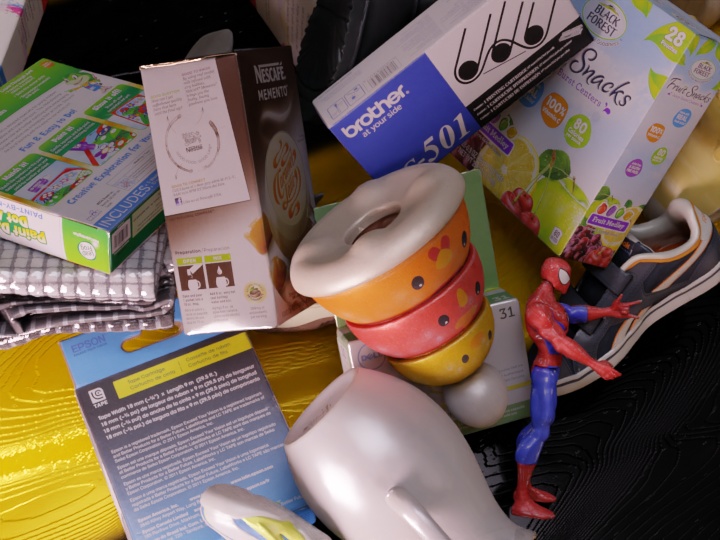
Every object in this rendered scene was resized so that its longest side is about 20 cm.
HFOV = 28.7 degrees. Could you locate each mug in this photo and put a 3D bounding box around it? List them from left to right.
[{"bbox_3d":[0.263,-0.113,1.195,0.149,0.186,0.153,-37,79,18],"label":"mug"}]

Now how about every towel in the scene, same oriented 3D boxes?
[{"bbox_3d":[-0.228,-0.020,1.129,0.165,0.086,0.200,-1,36,-5],"label":"towel"}]

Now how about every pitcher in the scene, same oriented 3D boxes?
[{"bbox_3d":[0.043,0.170,1.016,0.200,0.172,0.121,44,90,-7],"label":"pitcher"}]

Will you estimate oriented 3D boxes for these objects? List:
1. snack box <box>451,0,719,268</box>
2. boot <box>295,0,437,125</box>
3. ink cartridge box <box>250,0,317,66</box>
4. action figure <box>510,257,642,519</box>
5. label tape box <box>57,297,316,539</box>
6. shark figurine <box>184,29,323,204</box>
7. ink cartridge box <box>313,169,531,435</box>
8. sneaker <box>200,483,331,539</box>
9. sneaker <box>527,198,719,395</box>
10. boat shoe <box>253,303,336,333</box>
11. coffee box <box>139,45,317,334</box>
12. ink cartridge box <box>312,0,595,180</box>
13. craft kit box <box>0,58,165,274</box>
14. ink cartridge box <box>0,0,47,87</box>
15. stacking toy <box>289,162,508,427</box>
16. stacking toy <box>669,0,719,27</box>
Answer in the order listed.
[{"bbox_3d":[0.179,-0.133,1.119,0.068,0.200,0.169,12,26,-41],"label":"snack box"},{"bbox_3d":[0.045,-0.196,1.120,0.162,0.073,0.199,13,98,-32],"label":"boot"},{"bbox_3d":[-0.032,-0.246,1.242,0.085,0.148,0.200,-31,72,-16],"label":"ink cartridge box"},{"bbox_3d":[0.169,0.090,1.093,0.099,0.065,0.201,1,100,7],"label":"action figure"},{"bbox_3d":[-0.136,0.129,1.109,0.144,0.063,0.200,-20,68,-13],"label":"label tape box"},{"bbox_3d":[-0.126,-0.118,1.212,0.128,0.090,0.215,-25,68,-13],"label":"shark figurine"},{"bbox_3d":[0.052,0.035,1.113,0.145,0.048,0.201,-14,107,-11],"label":"ink cartridge box"},{"bbox_3d":[-0.050,0.238,1.024,0.200,0.076,0.105,34,82,-24],"label":"sneaker"},{"bbox_3d":[0.206,0.016,1.152,0.200,0.079,0.078,-38,34,-4],"label":"sneaker"},{"bbox_3d":[0.001,0.002,1.157,0.202,0.075,0.075,-8,108,-8],"label":"boat shoe"},{"bbox_3d":[-0.092,-0.063,1.061,0.079,0.114,0.201,-6,100,19],"label":"coffee box"},{"bbox_3d":[0.071,-0.151,1.065,0.200,0.094,0.044,-38,42,7],"label":"ink cartridge box"},{"bbox_3d":[-0.228,-0.090,1.118,0.197,0.049,0.200,20,39,17],"label":"craft kit box"},{"bbox_3d":[-0.353,-0.228,1.255,0.116,0.067,0.201,13,65,1],"label":"ink cartridge box"},{"bbox_3d":[0.054,0.033,1.045,0.146,0.146,0.200,-42,112,-20],"label":"stacking toy"},{"bbox_3d":[0.390,-0.295,1.334,0.199,0.085,0.086,-20,68,-16],"label":"stacking toy"}]
